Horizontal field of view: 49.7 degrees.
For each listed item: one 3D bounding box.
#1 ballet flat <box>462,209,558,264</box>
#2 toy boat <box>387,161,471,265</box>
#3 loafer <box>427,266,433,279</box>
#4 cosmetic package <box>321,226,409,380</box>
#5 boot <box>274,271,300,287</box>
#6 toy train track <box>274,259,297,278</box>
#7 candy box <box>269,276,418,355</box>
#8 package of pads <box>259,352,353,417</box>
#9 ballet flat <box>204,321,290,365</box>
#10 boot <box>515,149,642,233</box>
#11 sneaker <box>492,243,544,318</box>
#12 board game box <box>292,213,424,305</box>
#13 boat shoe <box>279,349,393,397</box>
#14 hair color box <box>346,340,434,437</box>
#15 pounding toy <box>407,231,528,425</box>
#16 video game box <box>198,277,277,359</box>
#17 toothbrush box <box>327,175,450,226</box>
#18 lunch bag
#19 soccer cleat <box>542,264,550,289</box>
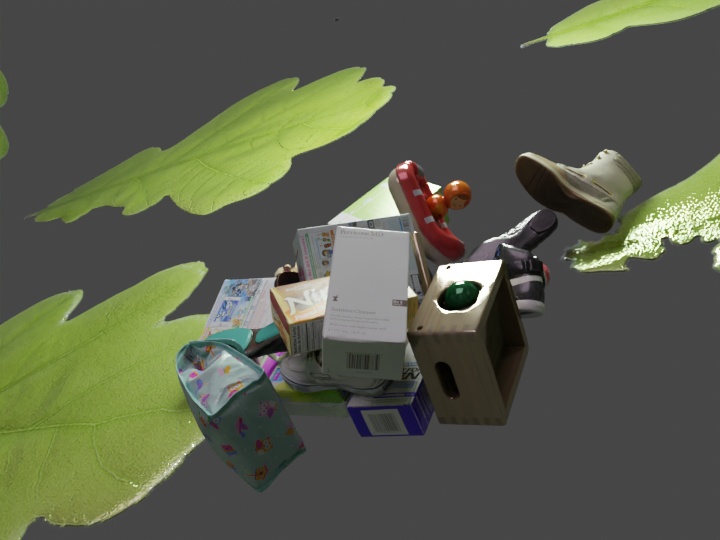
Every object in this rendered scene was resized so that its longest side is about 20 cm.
[{"bbox_3d":[0.261,-0.036,1.348,0.197,0.057,0.067,-31,63,-5],"label":"ballet flat"},{"bbox_3d":[0.143,-0.115,1.407,0.129,0.204,0.130,-27,-11,17],"label":"toy boat"},{"bbox_3d":[0.059,0.042,1.337,0.071,0.073,0.201,-4,36,33],"label":"loafer"},{"bbox_3d":[0.010,0.040,1.041,0.110,0.082,0.203,3,47,0],"label":"cosmetic package"},{"bbox_3d":[-0.100,0.065,1.327,0.095,0.199,0.076,-15,57,35],"label":"boot"},{"bbox_3d":[-0.093,-0.026,1.625,0.196,0.033,0.115,-19,28,10],"label":"toy train track"},{"bbox_3d":[-0.025,0.054,1.141,0.195,0.057,0.116,-12,27,-17],"label":"candy box"},{"bbox_3d":[-0.071,0.158,1.250,0.196,0.069,0.155,-4,35,34],"label":"package of pads"},{"bbox_3d":[-0.161,0.124,1.235,0.196,0.069,0.069,-14,31,24],"label":"ballet flat"},{"bbox_3d":[0.382,-0.166,1.363,0.198,0.073,0.154,36,54,17],"label":"boot"},{"bbox_3d":[0.199,0.018,1.193,0.197,0.072,0.115,-6,71,43],"label":"sneaker"},{"bbox_3d":[0.000,0.000,1.262,0.195,0.151,0.064,-8,-18,-16],"label":"board game box"},{"bbox_3d":[-0.046,0.134,1.126,0.197,0.071,0.071,3,43,39],"label":"boat shoe"},{"bbox_3d":[0.068,0.151,1.152,0.107,0.066,0.201,-9,30,30],"label":"hair color box"},{"bbox_3d":[0.133,0.073,1.077,0.139,0.203,0.185,-5,32,29],"label":"pounding toy"},{"bbox_3d":[-0.210,0.109,1.408,0.179,0.047,0.203,-1,56,35],"label":"video game box"},{"bbox_3d":[0.057,-0.097,1.551,0.199,0.087,0.144,-37,38,-24],"label":"toothbrush box"},{"bbox_3d":[-0.191,0.202,1.156,0.121,0.173,0.198,-37,33,-22],"label":"lunch bag"},{"bbox_3d":[0.212,0.029,1.260,0.196,0.070,0.073,-15,4,29],"label":"soccer cleat"}]
